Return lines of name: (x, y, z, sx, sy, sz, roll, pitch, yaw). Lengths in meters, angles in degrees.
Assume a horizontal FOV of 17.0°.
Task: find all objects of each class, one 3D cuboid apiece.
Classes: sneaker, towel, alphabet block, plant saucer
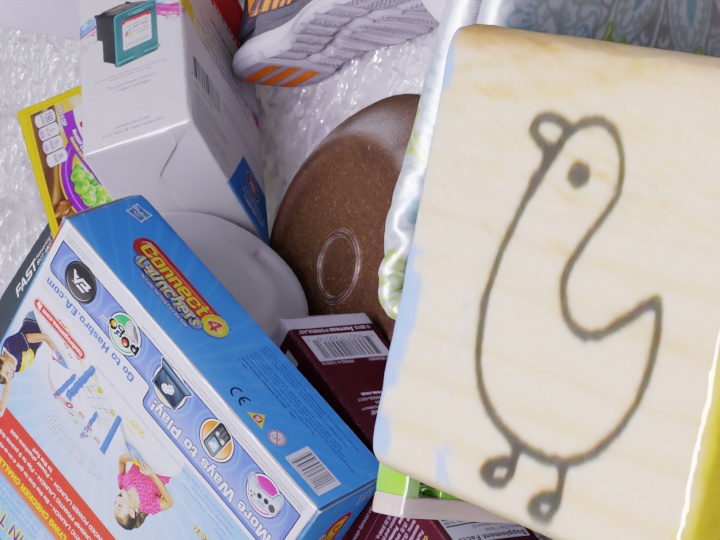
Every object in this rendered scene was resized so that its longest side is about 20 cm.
sneaker: (-0.014, -0.179, 1.340, 0.200, 0.077, 0.113, -17, 70, 53)
towel: (0.093, -0.069, 1.082, 0.048, 0.171, 0.201, 23, 102, 44)
alphabet block: (0.149, 0.018, 0.960, 0.200, 0.196, 0.196, 16, 97, 55)
plant saucer: (0.000, 0.000, 1.317, 0.200, 0.037, 0.201, -19, 67, 53)

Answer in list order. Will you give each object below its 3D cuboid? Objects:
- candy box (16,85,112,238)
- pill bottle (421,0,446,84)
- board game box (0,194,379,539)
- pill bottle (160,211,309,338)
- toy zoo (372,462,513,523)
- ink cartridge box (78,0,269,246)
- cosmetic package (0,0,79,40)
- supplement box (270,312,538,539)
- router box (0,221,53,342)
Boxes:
candy box: (-0.142, -0.040, 1.486, 0.026, 0.102, 0.200, 71, 178, -54)
pill bottle: (0.087, -0.169, 1.148, 0.111, 0.111, 0.201, 48, 136, 48)
board game box: (-0.107, 0.100, 1.231, 0.200, 0.056, 0.196, 48, 131, 17)
pill bottle: (-0.117, 0.073, 1.347, 0.200, 0.113, 0.114, -58, 41, 38)
toy zoo: (0.067, 0.018, 1.132, 0.020, 0.131, 0.201, 7, 88, 42)
ink cartridge box: (-0.109, -0.110, 1.390, 0.067, 0.116, 0.200, -18, 47, 12)
cosmetic package: (-0.165, -0.264, 1.498, 0.168, 0.166, 0.200, -58, 42, 30)
supplement box: (0.011, 0.126, 1.219, 0.200, 0.061, 0.109, 53, 130, 35)
router box: (-0.189, 0.074, 1.547, 0.200, 0.062, 0.150, -53, 42, 35)
